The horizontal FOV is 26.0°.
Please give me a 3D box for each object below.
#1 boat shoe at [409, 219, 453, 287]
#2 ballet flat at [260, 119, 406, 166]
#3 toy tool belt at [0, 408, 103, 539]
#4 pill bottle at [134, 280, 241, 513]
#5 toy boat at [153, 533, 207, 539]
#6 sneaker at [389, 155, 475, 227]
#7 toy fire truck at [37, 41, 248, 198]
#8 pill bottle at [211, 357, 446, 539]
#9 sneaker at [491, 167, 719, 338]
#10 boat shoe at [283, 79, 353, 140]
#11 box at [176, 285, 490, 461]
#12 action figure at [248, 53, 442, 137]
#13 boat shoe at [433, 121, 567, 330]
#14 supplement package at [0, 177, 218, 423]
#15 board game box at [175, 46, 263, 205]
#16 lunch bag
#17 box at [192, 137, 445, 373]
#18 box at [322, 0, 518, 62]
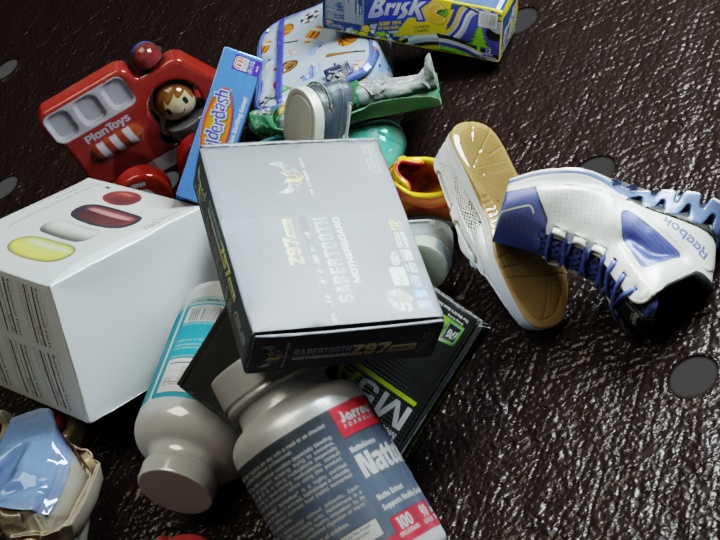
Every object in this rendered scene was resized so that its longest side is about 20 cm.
[{"bbox_3d":[0.000,-0.001,1.477,0.199,0.071,0.072,-14,26,25],"label":"boat shoe"},{"bbox_3d":[-0.043,-0.107,1.611,0.198,0.067,0.071,-8,61,33],"label":"ballet flat"},{"bbox_3d":[-0.310,0.186,1.457,0.124,0.123,0.201,-21,40,16],"label":"toy tool belt"},{"bbox_3d":[-0.138,0.117,1.413,0.110,0.111,0.201,-8,46,30],"label":"pill bottle"},{"bbox_3d":[-0.169,0.286,1.247,0.130,0.131,0.201,-31,39,6],"label":"toy boat"},{"bbox_3d":[0.038,-0.080,1.508,0.199,0.077,0.073,-10,45,40],"label":"sneaker"},{"bbox_3d":[-0.234,-0.164,1.721,0.199,0.168,0.113,-29,39,8],"label":"toy fire truck"},{"bbox_3d":[-0.030,0.154,1.214,0.119,0.120,0.201,-32,80,4],"label":"pill bottle"},{"bbox_3d":[0.207,-0.011,1.282,0.197,0.081,0.116,7,58,2],"label":"sneaker"},{"bbox_3d":[-0.043,-0.096,1.512,0.061,0.202,0.075,-18,40,-30],"label":"boat shoe"},{"bbox_3d":[-0.024,0.072,1.303,0.199,0.047,0.194,35,93,15],"label":"box"},{"bbox_3d":[-0.019,-0.172,1.579,0.198,0.055,0.118,-16,14,6],"label":"action figure"},{"bbox_3d":[0.121,-0.031,1.380,0.069,0.070,0.202,-46,58,51],"label":"boat shoe"},{"bbox_3d":[-0.267,0.022,1.527,0.199,0.149,0.191,14,35,44],"label":"supplement package"},{"bbox_3d":[-0.146,-0.133,1.586,0.200,0.045,0.154,155,133,-83],"label":"board game box"},{"bbox_3d":[-0.045,-0.220,1.708,0.159,0.076,0.201,-19,36,14],"label":"lunch bag"},{"bbox_3d":[-0.037,-0.017,1.230,0.156,0.051,0.201,-4,50,-19],"label":"box"},{"bbox_3d":[0.063,-0.281,1.639,0.198,0.065,0.070,14,43,14],"label":"box"}]
